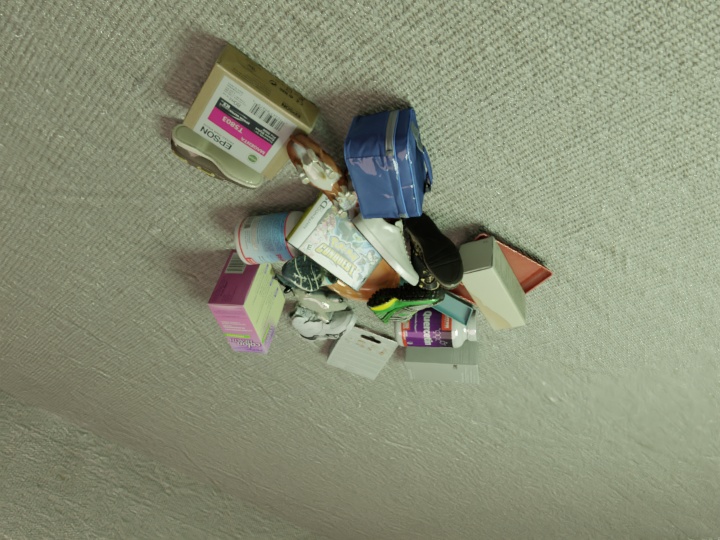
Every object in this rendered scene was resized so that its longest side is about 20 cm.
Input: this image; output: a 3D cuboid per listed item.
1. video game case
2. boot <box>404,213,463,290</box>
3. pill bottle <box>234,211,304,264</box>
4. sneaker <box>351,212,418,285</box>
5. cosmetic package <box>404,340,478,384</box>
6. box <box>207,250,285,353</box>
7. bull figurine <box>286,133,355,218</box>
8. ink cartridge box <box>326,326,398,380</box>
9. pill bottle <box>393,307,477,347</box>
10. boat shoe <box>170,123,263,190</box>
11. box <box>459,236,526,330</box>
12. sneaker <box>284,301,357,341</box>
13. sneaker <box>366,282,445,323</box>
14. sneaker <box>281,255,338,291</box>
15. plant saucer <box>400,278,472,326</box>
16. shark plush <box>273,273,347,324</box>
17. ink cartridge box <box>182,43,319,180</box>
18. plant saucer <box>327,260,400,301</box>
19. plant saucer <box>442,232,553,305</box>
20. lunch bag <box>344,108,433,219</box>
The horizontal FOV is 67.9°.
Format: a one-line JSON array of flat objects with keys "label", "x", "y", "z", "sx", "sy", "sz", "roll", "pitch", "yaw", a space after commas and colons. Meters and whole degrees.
[{"label": "video game case", "x": -0.028, "y": -0.079, "z": 1.132, "sx": 0.200, "sy": 0.026, "sz": 0.181, "roll": 36, "pitch": 93, "yaw": -24}, {"label": "boot", "x": 0.155, "y": -0.010, "z": 1.137, "sx": 0.073, "sy": 0.200, "sz": 0.151, "roll": -24, "pitch": 144, "yaw": -10}, {"label": "pill bottle", "x": -0.173, "y": -0.075, "z": 1.199, "sx": 0.199, "sy": 0.109, "sz": 0.109, "roll": -5, "pitch": 137, "yaw": 21}, {"label": "sneaker", "x": 0.075, "y": -0.055, "z": 1.120, "sx": 0.085, "sy": 0.073, "sz": 0.200, "roll": -42, "pitch": 112, "yaw": -1}, {"label": "cosmetic package", "x": 0.225, "y": 0.249, "z": 1.478, "sx": 0.199, "sy": 0.090, "sz": 0.107, "roll": -2, "pitch": 140, "yaw": 13}, {"label": "box", "x": -0.282, "y": 0.080, "z": 1.354, "sx": 0.096, "sy": 0.176, "sz": 0.200, "roll": 1, "pitch": 139, "yaw": 13}, {"label": "bull figurine", "x": -0.061, "y": -0.172, "z": 0.990, "sx": 0.065, "sy": 0.122, "sz": 0.200, "roll": -42, "pitch": 137, "yaw": 15}, {"label": "ink cartridge box", "x": 0.004, "y": 0.227, "z": 1.554, "sx": 0.162, "sy": 0.050, "sz": 0.200, "roll": 21, "pitch": 131, "yaw": -8}, {"label": "pill bottle", "x": 0.189, "y": 0.135, "z": 1.336, "sx": 0.199, "sy": 0.113, "sz": 0.113, "roll": -1, "pitch": 138, "yaw": 16}, {"label": "boat shoe", "x": -0.295, "y": -0.222, "z": 1.097, "sx": 0.199, "sy": 0.072, "sz": 0.060, "roll": 29, "pitch": 143, "yaw": -12}, {"label": "box", "x": 0.286, "y": 0.031, "z": 1.152, "sx": 0.077, "sy": 0.095, "sz": 0.200, "roll": -15, "pitch": 130, "yaw": 30}, {"label": "sneaker", "x": -0.112, "y": 0.131, "z": 1.442, "sx": 0.199, "sy": 0.075, "sz": 0.115, "roll": -17, "pitch": 134, "yaw": 35}, {"label": "sneaker", "x": 0.115, "y": 0.075, "z": 1.262, "sx": 0.199, "sy": 0.078, "sz": 0.085, "roll": -15, "pitch": 126, "yaw": 39}, {"label": "sneaker", "x": -0.125, "y": 0.014, "z": 1.187, "sx": 0.086, "sy": 0.078, "sz": 0.200, "roll": -12, "pitch": 173, "yaw": 24}, {"label": "plant saucer", "x": 0.175, "y": 0.060, "z": 1.270, "sx": 0.200, "sy": 0.019, "sz": 0.070, "roll": 29, "pitch": 143, "yaw": 19}, {"label": "shark plush", "x": -0.129, "y": 0.065, "z": 1.369, "sx": 0.199, "sy": 0.083, "sz": 0.091, "roll": 14, "pitch": 124, "yaw": -3}, {"label": "ink cartridge box", "x": -0.203, "y": -0.286, "z": 0.993, "sx": 0.200, "sy": 0.075, "sz": 0.165, "roll": 31, "pitch": 136, "yaw": -21}, {"label": "plant saucer", "x": 0.000, "y": 0.000, "z": 1.293, "sx": 0.199, "sy": 0.038, "sz": 0.201, "roll": 7, "pitch": 140, "yaw": 6}, {"label": "plant saucer", "x": 0.294, "y": 0.004, "z": 1.216, "sx": 0.199, "sy": 0.037, "sz": 0.200, "roll": 27, "pitch": 137, "yaw": -15}, {"label": "lunch bag", "x": 0.062, "y": -0.186, "z": 0.985, "sx": 0.132, "sy": 0.136, "sz": 0.200, "roll": -2, "pitch": 137, "yaw": 18}]
